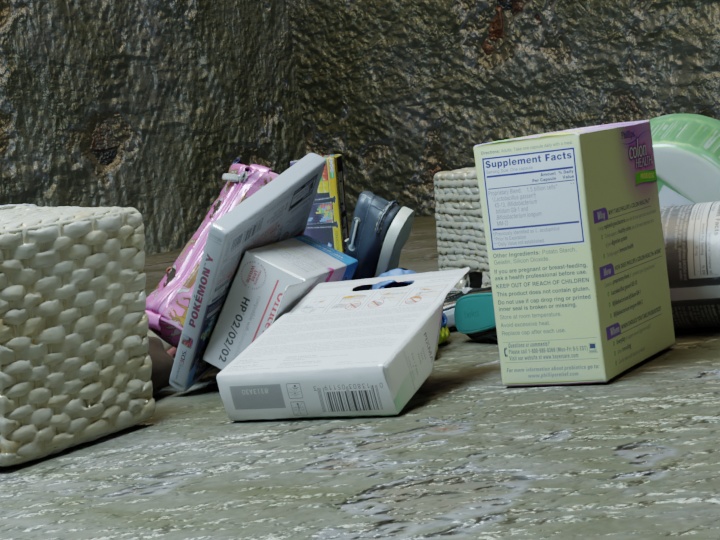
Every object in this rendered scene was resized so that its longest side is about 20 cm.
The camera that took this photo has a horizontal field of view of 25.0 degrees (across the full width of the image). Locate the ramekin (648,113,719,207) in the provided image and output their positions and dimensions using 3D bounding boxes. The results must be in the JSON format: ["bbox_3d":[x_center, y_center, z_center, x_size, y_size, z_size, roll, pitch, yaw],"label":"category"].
[{"bbox_3d":[0.316,-0.050,1.629,0.198,0.203,0.098,-5,12,25],"label":"ramekin"}]

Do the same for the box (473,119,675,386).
[{"bbox_3d":[0.185,-0.018,1.375,0.096,0.203,0.175,-4,6,30],"label":"box"}]

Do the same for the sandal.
[{"bbox_3d":[0.047,0.038,1.625,0.078,0.088,0.200,-9,3,1],"label":"sandal"}]

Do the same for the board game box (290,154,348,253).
[{"bbox_3d":[-0.043,-0.034,1.916,0.056,0.203,0.165,-5,4,4],"label":"board game box"}]

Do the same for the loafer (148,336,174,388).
[{"bbox_3d":[-0.211,0.083,1.528,0.070,0.074,0.200,-8,5,-5],"label":"loafer"}]

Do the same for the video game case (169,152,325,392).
[{"bbox_3d":[-0.107,-0.001,1.550,0.023,0.184,0.200,27,32,14],"label":"video game case"}]

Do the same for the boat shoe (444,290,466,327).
[{"bbox_3d":[0.028,0.035,1.762,0.197,0.072,0.072,-7,5,2],"label":"boat shoe"}]

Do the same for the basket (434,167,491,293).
[{"bbox_3d":[0.203,-0.045,1.854,0.198,0.163,0.198,-11,6,-21],"label":"basket"}]

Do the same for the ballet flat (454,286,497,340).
[{"bbox_3d":[0.161,0.038,1.576,0.068,0.069,0.200,0,2,-23],"label":"ballet flat"}]

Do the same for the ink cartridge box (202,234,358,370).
[{"bbox_3d":[-0.080,0.039,1.531,0.067,0.116,0.200,26,13,13],"label":"ink cartridge box"}]

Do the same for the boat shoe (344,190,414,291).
[{"bbox_3d":[0.000,0.000,1.655,0.061,0.201,0.075,30,52,9],"label":"boat shoe"}]

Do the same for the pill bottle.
[{"bbox_3d":[0.319,-0.004,1.519,0.198,0.118,0.116,-5,5,25],"label":"pill bottle"}]

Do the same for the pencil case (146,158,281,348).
[{"bbox_3d":[-0.142,-0.013,1.606,0.086,0.201,0.083,38,-17,-21],"label":"pencil case"}]

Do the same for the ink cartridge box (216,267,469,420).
[{"bbox_3d":[-0.006,0.062,1.373,0.159,0.051,0.200,-5,18,28],"label":"ink cartridge box"}]

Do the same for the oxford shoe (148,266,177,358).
[{"bbox_3d":[-0.186,0.033,1.683,0.200,0.075,0.070,-41,15,-5],"label":"oxford shoe"}]

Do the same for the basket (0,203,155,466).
[{"bbox_3d":[-0.287,0.050,1.338,0.159,0.201,0.199,1,8,33],"label":"basket"}]
